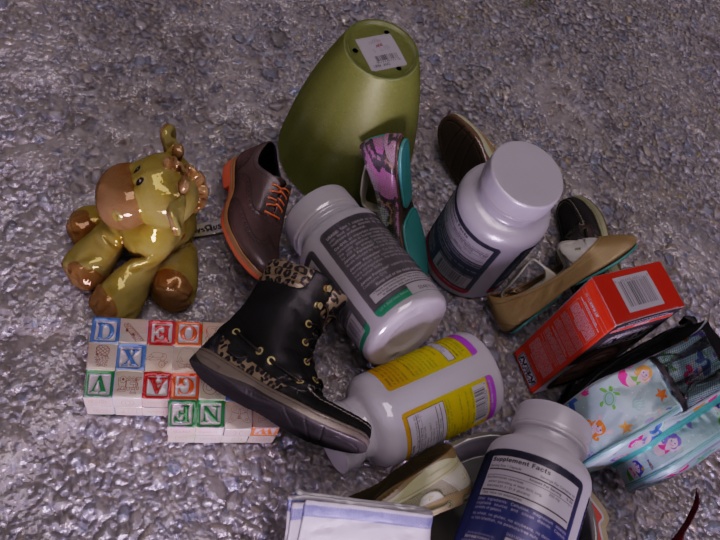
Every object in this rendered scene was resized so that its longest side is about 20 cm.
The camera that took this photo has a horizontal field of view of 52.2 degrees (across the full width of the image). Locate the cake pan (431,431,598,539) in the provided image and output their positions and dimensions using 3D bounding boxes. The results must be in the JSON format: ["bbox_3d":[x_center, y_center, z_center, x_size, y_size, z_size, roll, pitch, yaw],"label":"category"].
[{"bbox_3d":[0.150,0.274,0.786,0.197,0.037,0.203,0,57,1],"label":"cake pan"}]

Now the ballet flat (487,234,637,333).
[{"bbox_3d":[0.243,0.002,0.908,0.199,0.069,0.063,-37,91,14],"label":"ballet flat"}]

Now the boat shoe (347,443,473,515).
[{"bbox_3d":[0.023,0.255,0.750,0.199,0.073,0.064,-31,92,-10],"label":"boat shoe"}]

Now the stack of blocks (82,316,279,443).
[{"bbox_3d":[-0.187,0.118,0.783,0.197,0.059,0.117,5,62,-14],"label":"stack of blocks"}]

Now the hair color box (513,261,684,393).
[{"bbox_3d":[0.270,0.071,0.860,0.100,0.201,0.062,-12,65,-21],"label":"hair color box"}]

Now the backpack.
[{"bbox_3d":[0.320,0.163,0.842,0.197,0.178,0.152,-18,67,-15],"label":"backpack"}]

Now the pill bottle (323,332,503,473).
[{"bbox_3d":[0.053,0.148,0.812,0.198,0.105,0.105,-19,69,-24],"label":"pill bottle"}]

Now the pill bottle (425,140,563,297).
[{"bbox_3d":[0.162,-0.061,0.898,0.118,0.201,0.121,7,61,-13],"label":"pill bottle"}]

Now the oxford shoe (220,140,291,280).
[{"bbox_3d":[-0.118,-0.076,0.868,0.071,0.072,0.202,31,34,-45],"label":"oxford shoe"}]

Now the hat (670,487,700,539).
[{"bbox_3d":[0.289,0.363,0.803,0.197,0.168,0.176,-3,20,7],"label":"hat"}]

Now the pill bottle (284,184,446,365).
[{"bbox_3d":[0.000,0.000,0.856,0.112,0.114,0.201,-23,59,-26],"label":"pill bottle"}]

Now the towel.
[{"bbox_3d":[-0.014,0.314,0.699,0.145,0.024,0.203,9,93,-11],"label":"towel"}]

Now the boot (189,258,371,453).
[{"bbox_3d":[-0.055,0.083,0.750,0.198,0.074,0.152,22,60,16],"label":"boot"}]

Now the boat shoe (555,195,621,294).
[{"bbox_3d":[0.294,-0.024,0.981,0.065,0.072,0.203,1,51,-13],"label":"boat shoe"}]

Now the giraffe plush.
[{"bbox_3d":[-0.228,-0.058,0.803,0.199,0.163,0.173,-33,75,-28],"label":"giraffe plush"}]

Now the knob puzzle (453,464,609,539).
[{"bbox_3d":[0.197,0.285,0.825,0.216,0.031,0.223,7,61,-12],"label":"knob puzzle"}]

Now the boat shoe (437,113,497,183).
[{"bbox_3d":[0.183,-0.136,1.031,0.076,0.072,0.202,-23,78,-41],"label":"boat shoe"}]

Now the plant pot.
[{"bbox_3d":[0.002,-0.208,0.929,0.184,0.201,0.190,7,61,-13],"label":"plant pot"}]

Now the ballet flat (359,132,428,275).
[{"bbox_3d":[0.037,-0.074,0.910,0.070,0.202,0.069,2,33,24],"label":"ballet flat"}]

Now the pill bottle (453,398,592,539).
[{"bbox_3d":[0.163,0.234,0.724,0.110,0.111,0.201,29,60,1],"label":"pill bottle"}]
